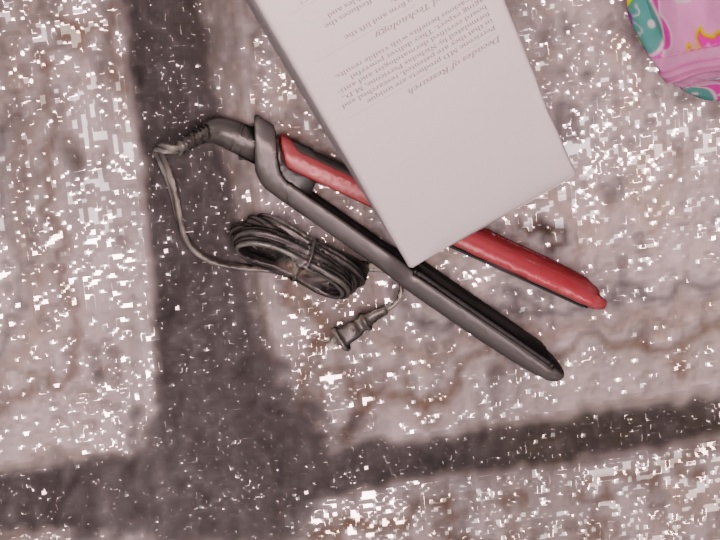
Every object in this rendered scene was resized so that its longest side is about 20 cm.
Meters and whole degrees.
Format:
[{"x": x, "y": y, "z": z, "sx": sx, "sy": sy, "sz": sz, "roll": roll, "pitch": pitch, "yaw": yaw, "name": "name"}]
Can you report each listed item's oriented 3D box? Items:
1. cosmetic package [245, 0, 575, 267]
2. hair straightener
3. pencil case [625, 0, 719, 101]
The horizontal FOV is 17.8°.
[{"x": 0.002, "y": -0.103, "z": 0.837, "sx": 0.081, "sy": 0.113, "sz": 0.200, "roll": -30, "pitch": 148, "yaw": 3, "name": "cosmetic package"}, {"x": 0.000, "y": 0.000, "z": 0.952, "sx": 0.199, "sy": 0.041, "sz": 0.077, "roll": 25, "pitch": 102, "yaw": -14, "name": "hair straightener"}, {"x": 0.185, "y": -0.106, "z": 0.861, "sx": 0.087, "sy": 0.199, "sz": 0.088, "roll": -2, "pitch": 95, "yaw": -30, "name": "pencil case"}]
